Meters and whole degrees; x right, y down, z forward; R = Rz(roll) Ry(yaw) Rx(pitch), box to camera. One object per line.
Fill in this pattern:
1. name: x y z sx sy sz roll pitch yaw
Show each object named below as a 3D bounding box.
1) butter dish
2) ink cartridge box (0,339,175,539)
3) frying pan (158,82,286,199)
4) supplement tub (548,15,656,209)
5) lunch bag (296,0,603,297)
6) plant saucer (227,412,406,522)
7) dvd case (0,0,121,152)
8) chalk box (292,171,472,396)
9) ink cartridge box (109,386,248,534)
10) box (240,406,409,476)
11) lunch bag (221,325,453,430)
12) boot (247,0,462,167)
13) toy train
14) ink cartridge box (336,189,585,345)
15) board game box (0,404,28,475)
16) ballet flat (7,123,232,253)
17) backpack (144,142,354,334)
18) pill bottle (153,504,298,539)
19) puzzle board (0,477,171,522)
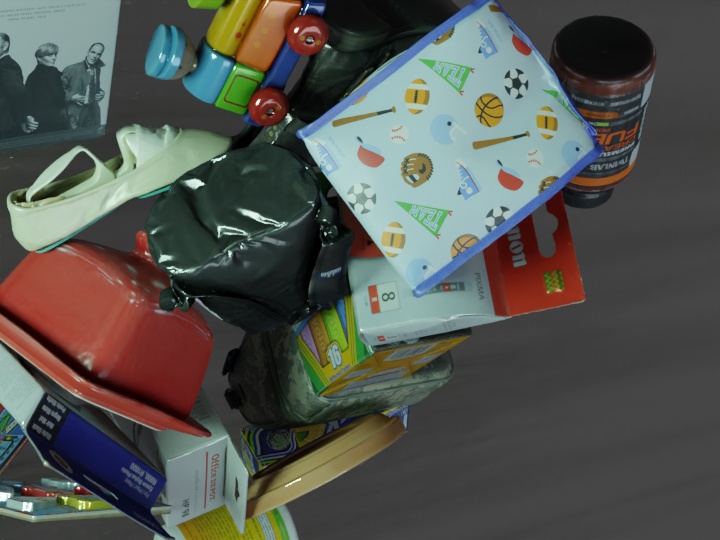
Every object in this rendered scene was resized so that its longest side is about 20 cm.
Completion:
1. butter dish: -0.209 0.034 1.109 0.149 0.199 0.200 -57 147 -4
2. ink cartridge box: -0.255 0.137 1.127 0.041 0.200 0.200 -47 142 -7
3. frying pan: -0.134 -0.088 1.141 0.114 0.031 0.191 -14 130 -37
4. supplement tub: 0.241 -0.156 1.322 0.106 0.107 0.201 -24 144 -17
5. lunch bag: 0.076 -0.104 1.044 0.199 0.170 0.124 -38 -176 3
6. plant saucer: -0.047 0.195 1.302 0.199 0.033 0.200 -27 177 -1
7. dvd case: -0.252 -0.174 0.947 0.149 0.025 0.201 -13 138 -30
8. chalk box: 0.000 0.000 1.236 0.124 0.202 0.124 -8 160 -33
9. ink cartridge box: -0.182 0.163 1.244 0.066 0.200 0.116 -18 141 -24
10. box: -0.041 0.190 1.520 0.199 0.064 0.070 -23 144 -20
11. lunch bag: -0.029 0.096 1.357 0.199 0.140 0.168 -7 158 -35
12. boot: -0.004 -0.167 1.133 0.199 0.069 0.175 -15 147 -42
13. toy train: -0.083 -0.217 1.003 0.115 0.085 0.201 13 123 -32
14. ink cartridge box: 0.084 -0.031 1.126 0.198 0.164 0.050 -13 157 9
15. board game box: -0.372 0.161 1.239 0.200 0.019 0.103 -49 143 18
16. ballet flat: -0.204 -0.083 1.066 0.199 0.070 0.070 -29 145 -9
17. backpack: -0.085 -0.025 1.092 0.165 0.128 0.200 -20 160 5
18. pill bottle: -0.182 0.344 1.535 0.199 0.111 0.112 -18 142 -25
19. puzzle board: -0.299 0.216 1.219 0.150 0.199 0.018 7 84 -45
